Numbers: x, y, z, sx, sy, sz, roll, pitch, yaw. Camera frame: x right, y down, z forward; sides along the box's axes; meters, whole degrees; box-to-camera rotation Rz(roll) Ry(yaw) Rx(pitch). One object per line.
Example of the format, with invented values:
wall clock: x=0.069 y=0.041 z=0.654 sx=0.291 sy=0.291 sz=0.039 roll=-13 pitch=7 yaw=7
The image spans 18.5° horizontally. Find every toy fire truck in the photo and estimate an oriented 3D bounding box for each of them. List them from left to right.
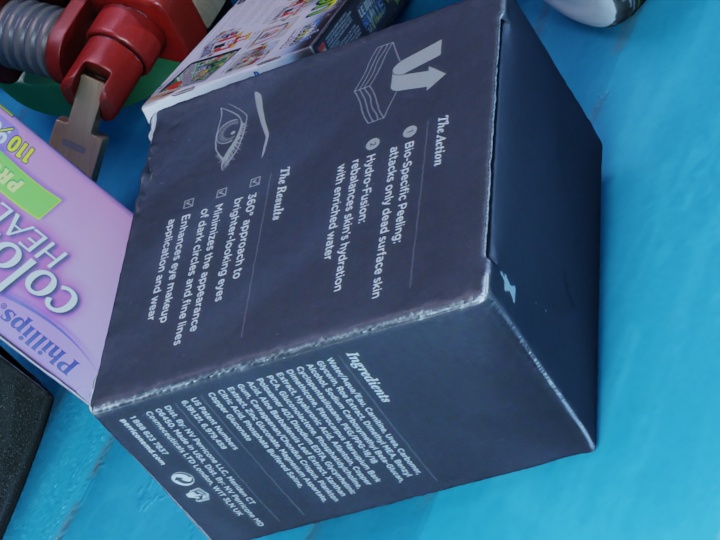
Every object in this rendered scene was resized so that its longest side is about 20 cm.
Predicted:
toy fire truck: x=-0.193 y=-0.130 z=1.392 sx=0.175 sy=0.129 sz=0.201 roll=15 pitch=63 yaw=27

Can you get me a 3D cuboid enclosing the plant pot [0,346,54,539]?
plant pot: x=-0.285 y=0.080 z=1.178 sx=0.178 sy=0.200 sz=0.199 roll=-52 pitch=31 yaw=-5

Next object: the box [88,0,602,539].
box: x=0.000 y=0.000 z=1.020 sx=0.199 sy=0.118 sz=0.197 roll=-17 pitch=42 yaw=24

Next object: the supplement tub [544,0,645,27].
supplement tub: x=0.156 y=-0.238 z=1.169 sx=0.200 sy=0.123 sz=0.122 roll=-48 pitch=31 yaw=-9

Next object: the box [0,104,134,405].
box: x=-0.207 y=-0.029 z=1.228 sx=0.097 sy=0.176 sz=0.200 roll=-52 pitch=20 yaw=-6

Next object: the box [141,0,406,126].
box: x=-0.043 y=-0.132 z=1.277 sx=0.110 sy=0.035 sz=0.200 roll=-17 pitch=20 yaw=23

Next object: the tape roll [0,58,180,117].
tape roll: x=-0.183 y=-0.203 z=1.506 sx=0.199 sy=0.048 sz=0.201 roll=-9 pitch=63 yaw=18
